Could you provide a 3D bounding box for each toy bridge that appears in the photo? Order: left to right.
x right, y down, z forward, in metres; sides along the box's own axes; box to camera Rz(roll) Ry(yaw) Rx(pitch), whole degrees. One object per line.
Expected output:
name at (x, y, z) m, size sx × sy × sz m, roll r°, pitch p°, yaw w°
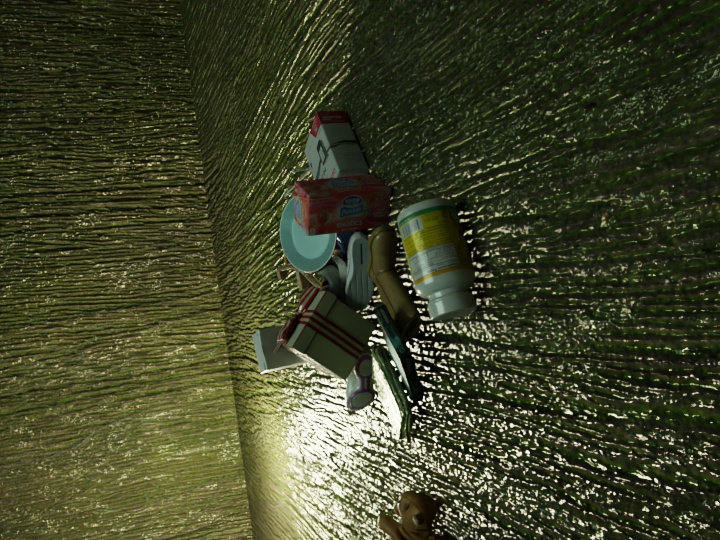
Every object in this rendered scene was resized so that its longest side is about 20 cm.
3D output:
toy bridge at (-0.162, 0.020, 1.597) m, size 0.199 × 0.027 × 0.068 m, roll 23°, pitch 134°, yaw 38°

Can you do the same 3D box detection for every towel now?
towel at (0.073, 0.284, 1.334) m, size 0.149 × 0.036 × 0.201 m, roll 90°, pitch 159°, yaw -48°

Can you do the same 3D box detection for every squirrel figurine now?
squirrel figurine at (0.131, 0.574, 1.235) m, size 0.200 × 0.141 × 0.188 m, roll 42°, pitch 124°, yaw 36°

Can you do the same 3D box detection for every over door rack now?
over door rack at (-0.166, -0.215, 1.677) m, size 0.200 × 0.066 × 0.149 m, roll -45°, pitch 54°, yaw 44°

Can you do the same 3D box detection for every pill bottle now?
pill bottle at (0.142, -0.017, 1.038) m, size 0.113 × 0.112 × 0.201 m, roll 138°, pitch 122°, yaw -61°

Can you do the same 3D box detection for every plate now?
plate at (-0.128, -0.096, 1.449) m, size 0.199 × 0.025 × 0.202 m, roll 4°, pitch 97°, yaw 38°

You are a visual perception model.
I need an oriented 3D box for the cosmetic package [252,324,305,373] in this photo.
cosmetic package at (-0.182, 0.202, 1.570) m, size 0.081 × 0.199 × 0.114 m, roll 142°, pitch 117°, yaw -62°

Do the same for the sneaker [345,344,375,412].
sneaker at (0.001, 0.275, 1.497) m, size 0.100 × 0.074 × 0.201 m, roll -112°, pitch 30°, yaw -59°

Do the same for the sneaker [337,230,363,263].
sneaker at (-0.038, -0.097, 1.450) m, size 0.074 × 0.082 × 0.201 m, roll 50°, pitch 142°, yaw 48°

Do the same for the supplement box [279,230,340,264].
supplement box at (-0.129, -0.086, 1.597) m, size 0.200 × 0.130 × 0.104 m, roll 160°, pitch 101°, yaw -66°

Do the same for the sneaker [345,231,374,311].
sneaker at (0.000, 0.000, 1.427) m, size 0.071 × 0.072 × 0.201 m, roll -101°, pitch 16°, yaw -68°

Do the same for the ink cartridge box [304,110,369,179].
ink cartridge box at (-0.064, -0.278, 1.456) m, size 0.145 × 0.083 × 0.201 m, roll 118°, pitch 138°, yaw -52°

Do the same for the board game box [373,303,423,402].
board game box at (0.082, 0.178, 1.223) m, size 0.201 × 0.028 × 0.136 m, roll 71°, pitch 173°, yaw -50°

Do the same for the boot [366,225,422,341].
boot at (0.079, 0.027, 1.253) m, size 0.176 × 0.066 × 0.201 m, roll 93°, pitch 157°, yaw -50°

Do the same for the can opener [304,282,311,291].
can opener at (-0.163, 0.068, 1.797) m, size 0.053 × 0.066 × 0.201 m, roll 111°, pitch 149°, yaw -48°

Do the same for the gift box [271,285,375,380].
gift box at (-0.107, 0.162, 1.463) m, size 0.185 × 0.186 × 0.200 m, roll -60°, pitch 19°, yaw -20°

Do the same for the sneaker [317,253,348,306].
sneaker at (-0.060, 0.048, 1.503) m, size 0.074 × 0.079 × 0.201 m, roll 47°, pitch 160°, yaw 49°

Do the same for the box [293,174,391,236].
box at (-0.042, -0.150, 1.300) m, size 0.103 × 0.199 × 0.095 m, roll -132°, pitch 40°, yaw -53°
